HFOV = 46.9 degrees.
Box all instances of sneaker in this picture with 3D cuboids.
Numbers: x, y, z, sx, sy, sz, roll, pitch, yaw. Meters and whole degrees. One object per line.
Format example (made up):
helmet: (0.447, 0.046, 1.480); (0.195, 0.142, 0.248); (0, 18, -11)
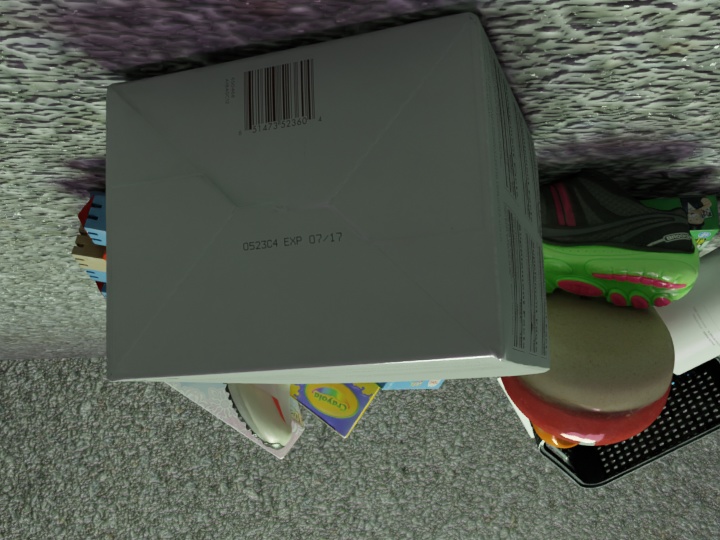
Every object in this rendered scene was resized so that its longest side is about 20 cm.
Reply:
sneaker: (-0.079, 0.051, 0.737); (0.092, 0.203, 0.070); (-20, 161, 6)
sneaker: (0.148, -0.032, 0.615); (0.196, 0.085, 0.077); (16, 151, 9)

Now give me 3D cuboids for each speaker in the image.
speaker: (0.330, 0.008, 0.687); (0.199, 0.083, 0.080); (-36, 154, 31)

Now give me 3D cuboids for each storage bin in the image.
storage bin: (0.275, 0.122, 0.847); (0.198, 0.095, 0.135); (-34, 130, 20)

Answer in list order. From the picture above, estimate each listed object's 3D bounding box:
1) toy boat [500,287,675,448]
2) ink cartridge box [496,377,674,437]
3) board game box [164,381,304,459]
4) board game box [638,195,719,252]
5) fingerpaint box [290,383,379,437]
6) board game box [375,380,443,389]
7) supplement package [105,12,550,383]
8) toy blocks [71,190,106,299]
toy boat: (0.165, 0.079, 0.654); (0.127, 0.134, 0.200); (4, -161, 5)
ink cartridge box: (0.254, 0.091, 0.939); (0.197, 0.085, 0.146); (-23, 135, 13)
board game box: (-0.155, 0.083, 0.849); (0.199, 0.044, 0.199); (38, -175, -17)
board game box: (0.225, -0.020, 0.731); (0.131, 0.030, 0.200); (-4, 167, 12)
fingerpaint box: (-0.065, 0.073, 0.870); (0.198, 0.074, 0.167); (36, -177, 6)
board game box: (-0.011, 0.044, 0.833); (0.199, 0.037, 0.151); (40, -170, 25)
supplement package: (-0.003, -0.016, 0.453); (0.187, 0.151, 0.200); (-5, 171, 18)
toy blocks: (-0.150, -0.015, 0.626); (0.134, 0.102, 0.201); (10, 157, 3)
